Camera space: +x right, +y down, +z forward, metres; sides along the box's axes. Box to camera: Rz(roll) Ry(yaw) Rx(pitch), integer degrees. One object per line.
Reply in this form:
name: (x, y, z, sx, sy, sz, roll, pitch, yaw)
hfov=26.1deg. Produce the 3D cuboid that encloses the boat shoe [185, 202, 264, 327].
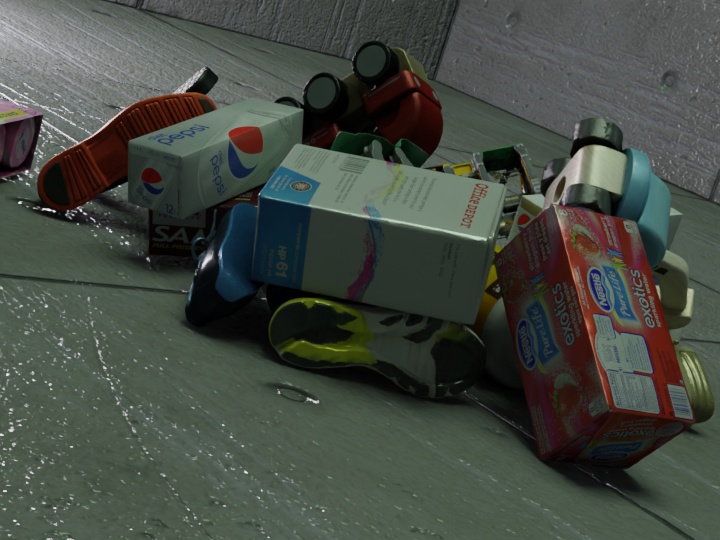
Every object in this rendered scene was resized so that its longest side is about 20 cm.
boat shoe: (-0.121, -0.008, 1.390, 0.084, 0.069, 0.200, 48, 17, -2)

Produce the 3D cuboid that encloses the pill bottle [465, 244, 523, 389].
pill bottle: (0.135, 0.042, 1.482, 0.108, 0.110, 0.200, 10, 15, -34)

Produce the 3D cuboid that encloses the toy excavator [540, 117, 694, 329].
toy excavator: (0.254, -0.025, 1.454, 0.198, 0.195, 0.101, 21, 56, -8)

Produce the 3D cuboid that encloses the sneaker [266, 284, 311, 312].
sneaker: (0.000, 0.000, 1.449, 0.198, 0.071, 0.078, -10, 32, -19)

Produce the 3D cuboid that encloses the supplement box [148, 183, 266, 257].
supplement box: (-0.148, -0.074, 1.578, 0.107, 0.062, 0.200, 4, 21, 1)

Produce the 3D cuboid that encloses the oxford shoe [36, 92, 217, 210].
oxford shoe: (-0.237, -0.124, 1.566, 0.199, 0.072, 0.072, -26, 7, -15)

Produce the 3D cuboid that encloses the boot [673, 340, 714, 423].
boot: (0.249, 0.076, 1.542, 0.154, 0.073, 0.200, 9, 28, -36)

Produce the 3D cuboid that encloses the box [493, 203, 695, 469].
box: (0.194, 0.056, 1.313, 0.099, 0.095, 0.202, 10, 54, -32)

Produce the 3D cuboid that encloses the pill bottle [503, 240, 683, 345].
pill bottle: (0.235, 0.038, 1.639, 0.198, 0.112, 0.111, 18, 12, 2)

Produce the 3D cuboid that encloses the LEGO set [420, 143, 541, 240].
LEGO set: (0.125, -0.046, 1.693, 0.198, 0.155, 0.116, -4, 35, -7)

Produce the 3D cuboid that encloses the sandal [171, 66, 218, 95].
sandal: (-0.217, -0.135, 1.639, 0.048, 0.200, 0.076, 46, 28, -16)

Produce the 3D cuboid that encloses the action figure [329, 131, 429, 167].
action figure: (-0.034, -0.051, 1.488, 0.117, 0.200, 0.055, 14, 46, -40)

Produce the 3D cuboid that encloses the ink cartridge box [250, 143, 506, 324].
ink cartridge box: (0.020, -0.034, 1.345, 0.198, 0.086, 0.145, 10, 24, 8)

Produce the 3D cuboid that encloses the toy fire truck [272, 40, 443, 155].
toy fire truck: (0.004, -0.116, 1.614, 0.128, 0.175, 0.202, 27, 38, -60)

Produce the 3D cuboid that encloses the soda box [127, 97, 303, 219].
soda box: (-0.137, -0.112, 1.507, 0.068, 0.064, 0.199, 17, 26, 29)

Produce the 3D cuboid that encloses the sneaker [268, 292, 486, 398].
sneaker: (0.014, 0.052, 1.345, 0.198, 0.075, 0.085, 15, 12, -15)

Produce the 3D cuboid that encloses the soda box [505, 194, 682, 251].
soda box: (0.240, -0.039, 1.590, 0.199, 0.064, 0.068, -7, 32, -44)

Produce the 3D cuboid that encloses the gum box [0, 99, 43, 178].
gum box: (-0.411, -0.136, 1.560, 0.112, 0.067, 0.200, 18, 13, 6)
